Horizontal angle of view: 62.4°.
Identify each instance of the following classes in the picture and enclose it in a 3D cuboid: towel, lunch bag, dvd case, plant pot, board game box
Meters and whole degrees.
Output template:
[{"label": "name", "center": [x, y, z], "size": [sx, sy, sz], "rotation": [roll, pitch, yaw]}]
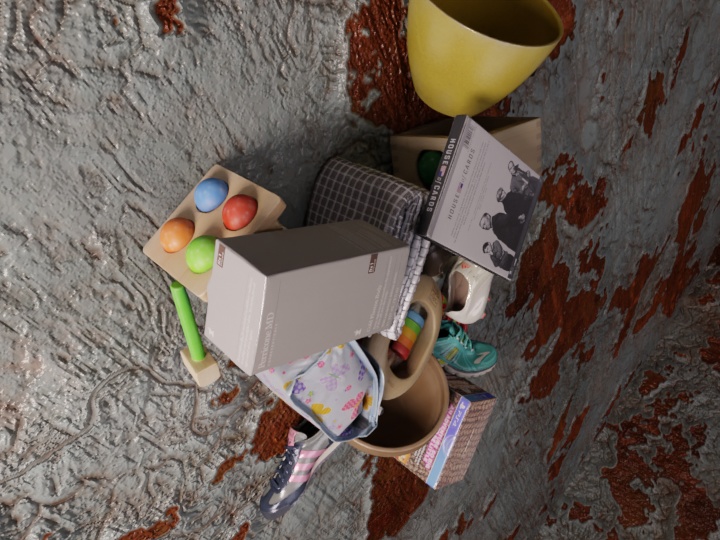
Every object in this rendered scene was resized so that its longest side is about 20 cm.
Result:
[{"label": "towel", "center": [-0.004, -0.030, 0.765], "size": [0.085, 0.165, 0.202], "rotation": [6, 106, -47]}, {"label": "lunch bag", "center": [-0.064, 0.121, 0.782], "size": [0.127, 0.169, 0.201], "rotation": [-44, 138, -15]}, {"label": "dvd case", "center": [0.160, -0.085, 0.759], "size": [0.199, 0.025, 0.152], "rotation": [22, 86, -44]}, {"label": "plant pot", "center": [0.139, -0.290, 0.778], "size": [0.199, 0.200, 0.143], "rotation": [-28, 156, -36]}, {"label": "board game box", "center": [0.107, 0.245, 1.033], "size": [0.096, 0.199, 0.161], "rotation": [8, 107, -51]}, {"label": "plant pot", "center": [0.035, 0.204, 0.946], "size": [0.200, 0.200, 0.093], "rotation": [-37, 157, -28]}]

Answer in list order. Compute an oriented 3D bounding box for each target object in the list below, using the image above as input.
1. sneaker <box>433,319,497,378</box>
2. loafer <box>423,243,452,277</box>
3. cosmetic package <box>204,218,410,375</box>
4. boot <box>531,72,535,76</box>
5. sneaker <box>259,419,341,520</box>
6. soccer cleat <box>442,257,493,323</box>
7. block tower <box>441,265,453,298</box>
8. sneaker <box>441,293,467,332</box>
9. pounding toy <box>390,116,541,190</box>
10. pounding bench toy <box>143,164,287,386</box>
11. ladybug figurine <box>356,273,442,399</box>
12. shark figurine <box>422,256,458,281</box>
[{"label": "sneaker", "center": [0.157, 0.128, 1.023], "size": [0.198, 0.078, 0.080], "rotation": [15, 124, -21]}, {"label": "loafer", "center": [0.129, -0.057, 0.922], "size": [0.200, 0.072, 0.072], "rotation": [-45, 127, -44]}, {"label": "cosmetic package", "center": [-0.049, 0.018, 0.599], "size": [0.199, 0.090, 0.108], "rotation": [-17, 127, -46]}, {"label": "boot", "center": [0.241, -0.399, 0.904], "size": [0.187, 0.068, 0.202], "rotation": [-20, 125, -41]}, {"label": "sneaker", "center": [-0.103, 0.291, 0.939], "size": [0.201, 0.070, 0.082], "rotation": [-51, 125, -18]}, {"label": "soccer cleat", "center": [0.184, -0.015, 0.947], "size": [0.077, 0.069, 0.203], "rotation": [13, 91, -40]}, {"label": "block tower", "center": [0.208, -0.027, 1.105], "size": [0.054, 0.057, 0.203], "rotation": [-4, 113, -48]}, {"label": "sneaker", "center": [0.141, 0.070, 1.060], "size": [0.078, 0.084, 0.200], "rotation": [-60, 143, -5]}, {"label": "pounding toy", "center": [0.131, -0.134, 0.866], "size": [0.199, 0.183, 0.144], "rotation": [-26, 118, -37]}, {"label": "pounding bench toy", "center": [-0.155, 0.014, 0.646], "size": [0.201, 0.124, 0.156], "rotation": [-53, 142, -12]}, {"label": "ladybug figurine", "center": [0.052, 0.090, 0.872], "size": [0.136, 0.071, 0.201], "rotation": [51, 61, -36]}, {"label": "shark figurine", "center": [0.099, -0.006, 0.978], "size": [0.214, 0.089, 0.129], "rotation": [-38, 104, -40]}]
